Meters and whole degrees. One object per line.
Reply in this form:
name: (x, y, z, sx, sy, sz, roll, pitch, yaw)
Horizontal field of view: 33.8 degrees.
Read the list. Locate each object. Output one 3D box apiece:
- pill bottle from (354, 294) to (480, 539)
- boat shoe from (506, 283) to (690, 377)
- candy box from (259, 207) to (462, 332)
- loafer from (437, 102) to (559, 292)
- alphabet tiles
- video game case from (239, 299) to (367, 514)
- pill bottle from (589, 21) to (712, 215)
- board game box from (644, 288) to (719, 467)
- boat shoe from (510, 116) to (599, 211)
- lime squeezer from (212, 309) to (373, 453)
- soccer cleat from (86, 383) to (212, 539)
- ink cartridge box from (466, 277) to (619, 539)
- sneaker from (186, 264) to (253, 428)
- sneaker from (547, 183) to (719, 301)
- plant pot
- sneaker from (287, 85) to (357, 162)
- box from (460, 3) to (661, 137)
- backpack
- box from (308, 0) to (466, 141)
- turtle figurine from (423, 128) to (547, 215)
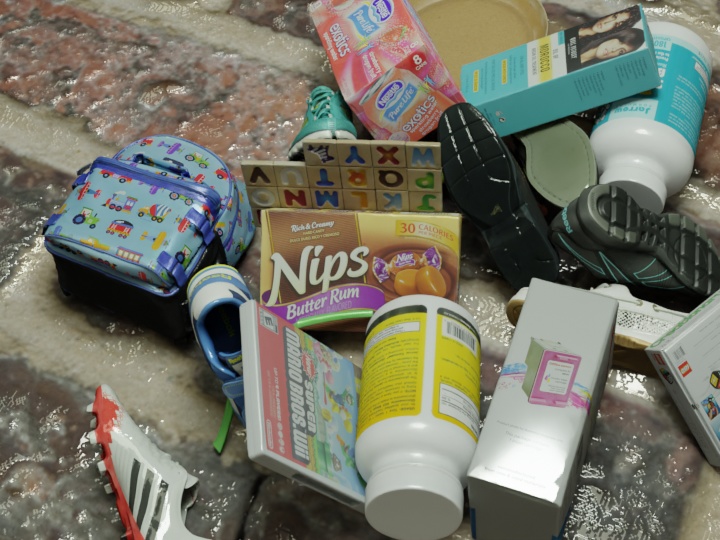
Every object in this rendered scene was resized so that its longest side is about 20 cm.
pill bottle: (0.052, 0.131, 1.058, 0.110, 0.114, 0.202, 1, 48, 6)
boat shoe: (0.239, 0.047, 1.138, 0.197, 0.071, 0.070, 17, 60, 5)
candy box: (0.000, 0.000, 1.164, 0.196, 0.056, 0.119, 3, 95, 6)
loafer: (0.137, -0.073, 1.179, 0.072, 0.072, 0.203, -24, 91, 20)
alphabet tiles: (-0.016, -0.072, 1.176, 0.196, 0.168, 0.008, 2, 54, 7)
video game case: (-0.036, 0.127, 1.045, 0.017, 0.199, 0.145, -24, 53, 24)
pill bottle: (0.298, -0.151, 1.229, 0.109, 0.111, 0.202, 12, 59, 13)
board game box: (0.370, 0.070, 1.089, 0.199, 0.035, 0.127, -34, 98, -16)
boat shoe: (0.201, -0.116, 1.217, 0.071, 0.061, 0.203, -30, 41, 10)
lime squeezer: (-0.082, 0.080, 1.128, 0.199, 0.038, 0.071, -41, 69, 0)
soccer cleat: (-0.195, 0.191, 1.094, 0.084, 0.069, 0.202, -17, 60, -16)
ink cartridge box: (0.162, 0.132, 1.044, 0.083, 0.145, 0.202, 15, 60, 16)
sneaker: (-0.097, 0.094, 1.076, 0.073, 0.082, 0.202, -32, 102, -2)
sneaker: (0.270, -0.021, 1.148, 0.198, 0.079, 0.076, 27, 55, -23)
plant pot: (0.117, -0.267, 1.360, 0.196, 0.028, 0.203, -5, 51, 6)
sneaker: (-0.039, -0.148, 1.214, 0.076, 0.200, 0.081, -5, 97, -1)
box: (0.201, -0.199, 1.208, 0.197, 0.049, 0.083, -17, 40, 21)
backpack: (-0.203, -0.054, 1.206, 0.180, 0.135, 0.201, 22, 59, 17)
box: (0.026, -0.228, 1.248, 0.102, 0.095, 0.202, -32, 40, 12)
turtle figurine: (0.094, -0.106, 1.248, 0.160, 0.065, 0.201, -30, 60, -13)
